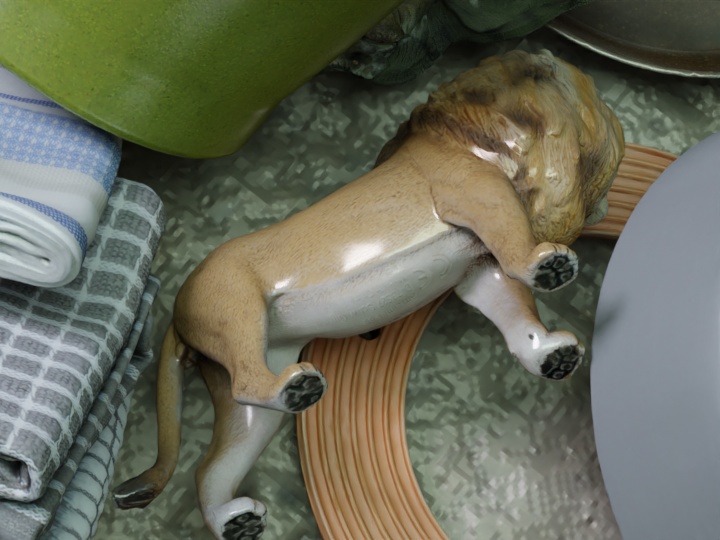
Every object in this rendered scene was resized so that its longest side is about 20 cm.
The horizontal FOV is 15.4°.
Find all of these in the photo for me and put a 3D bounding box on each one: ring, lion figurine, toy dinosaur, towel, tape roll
[{"bbox_3d":[0.077,0.052,0.886,0.200,0.019,0.201,3,72,-8],"label":"ring"},{"bbox_3d":[0.000,0.000,0.843,0.200,0.073,0.123,-22,42,-8],"label":"lion figurine"},{"bbox_3d":[0.069,-0.124,0.879,0.200,0.047,0.088,-16,83,16],"label":"toy dinosaur"},{"bbox_3d":[-0.160,0.013,0.781,0.200,0.166,0.086,18,114,-1],"label":"towel"},{"bbox_3d":[-0.142,-0.060,0.819,0.147,0.200,0.024,15,115,-4],"label":"towel"},{"bbox_3d":[0.171,0.041,0.839,0.200,0.066,0.201,7,76,-30],"label":"tape roll"}]

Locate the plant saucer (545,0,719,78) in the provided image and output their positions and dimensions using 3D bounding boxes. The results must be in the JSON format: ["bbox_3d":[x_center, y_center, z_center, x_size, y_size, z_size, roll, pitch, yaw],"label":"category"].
[{"bbox_3d":[0.115,-0.157,0.953,0.200,0.032,0.200,2,72,-8],"label":"plant saucer"}]

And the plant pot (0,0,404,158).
[{"bbox_3d":[-0.037,-0.145,0.815,0.200,0.200,0.193,38,110,5],"label":"plant pot"}]
